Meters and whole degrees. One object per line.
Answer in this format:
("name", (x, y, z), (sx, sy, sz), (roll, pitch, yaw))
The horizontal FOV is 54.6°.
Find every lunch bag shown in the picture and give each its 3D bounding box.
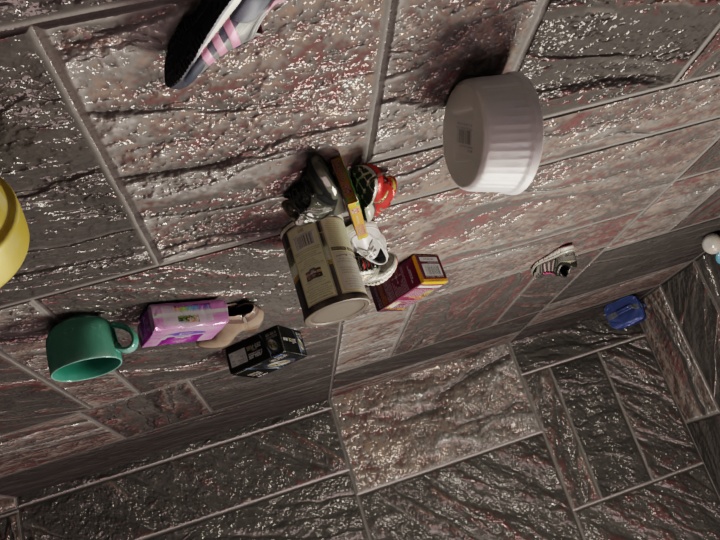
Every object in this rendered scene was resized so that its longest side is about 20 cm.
("lunch bag", (1.367, 0.215, 3.587), (0.199, 0.138, 0.132), (-30, 159, 28))

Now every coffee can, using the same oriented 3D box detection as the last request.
("coffee can", (-0.076, -0.002, 1.481), (0.144, 0.203, 0.147), (-16, 161, -6))

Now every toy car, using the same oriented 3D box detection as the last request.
("toy car", (1.499, -0.099, 2.812), (0.173, 0.152, 0.200), (-3, 156, -33))

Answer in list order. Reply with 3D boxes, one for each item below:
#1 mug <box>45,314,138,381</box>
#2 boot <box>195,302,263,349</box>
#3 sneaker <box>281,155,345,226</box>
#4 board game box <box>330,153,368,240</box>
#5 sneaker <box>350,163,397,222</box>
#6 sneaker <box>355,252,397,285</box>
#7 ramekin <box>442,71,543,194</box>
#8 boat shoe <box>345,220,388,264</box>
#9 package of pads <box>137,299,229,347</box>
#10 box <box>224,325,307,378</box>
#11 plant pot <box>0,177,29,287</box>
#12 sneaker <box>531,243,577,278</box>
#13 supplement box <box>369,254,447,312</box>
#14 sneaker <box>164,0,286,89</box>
("mug", (-0.608, 0.166, 1.568), (0.183, 0.116, 0.152), (-6, 157, -35))
("boot", (-0.350, 0.137, 1.832), (0.197, 0.071, 0.147), (-18, 155, -7))
("sneaker", (-0.093, -0.137, 1.285), (0.113, 0.077, 0.200), (-25, 167, -3))
("board game box", (-0.020, -0.137, 1.324), (0.030, 0.097, 0.200), (-20, 161, -3))
("sneaker", (0.032, -0.165, 1.361), (0.084, 0.078, 0.200), (-28, 169, -7))
("sneaker", (0.000, 0.000, 1.755), (0.197, 0.079, 0.082), (-18, 160, -4))
("ramekin", (0.211, -0.225, 1.159), (0.096, 0.203, 0.201), (-4, 158, -16))
("boat shoe", (0.019, -0.059, 1.621), (0.071, 0.069, 0.200), (-21, 161, 7))
("package of pads", (-0.430, 0.127, 1.692), (0.198, 0.077, 0.120), (-4, 155, -37))
("box", (-0.292, 0.257, 2.171), (0.198, 0.087, 0.164), (-24, 161, 14))
("plant pot", (-0.530, -0.085, 0.852), (0.198, 0.202, 0.190), (-12, 146, -19))
("sneaker", (0.654, -0.008, 2.350), (0.073, 0.089, 0.200), (-6, 158, -33))
("supplement box", (0.133, 0.038, 1.975), (0.109, 0.087, 0.199), (0, 153, -45))
("sneaker", (-0.162, -0.279, 0.832), (0.081, 0.071, 0.199), (5, 152, -44))
